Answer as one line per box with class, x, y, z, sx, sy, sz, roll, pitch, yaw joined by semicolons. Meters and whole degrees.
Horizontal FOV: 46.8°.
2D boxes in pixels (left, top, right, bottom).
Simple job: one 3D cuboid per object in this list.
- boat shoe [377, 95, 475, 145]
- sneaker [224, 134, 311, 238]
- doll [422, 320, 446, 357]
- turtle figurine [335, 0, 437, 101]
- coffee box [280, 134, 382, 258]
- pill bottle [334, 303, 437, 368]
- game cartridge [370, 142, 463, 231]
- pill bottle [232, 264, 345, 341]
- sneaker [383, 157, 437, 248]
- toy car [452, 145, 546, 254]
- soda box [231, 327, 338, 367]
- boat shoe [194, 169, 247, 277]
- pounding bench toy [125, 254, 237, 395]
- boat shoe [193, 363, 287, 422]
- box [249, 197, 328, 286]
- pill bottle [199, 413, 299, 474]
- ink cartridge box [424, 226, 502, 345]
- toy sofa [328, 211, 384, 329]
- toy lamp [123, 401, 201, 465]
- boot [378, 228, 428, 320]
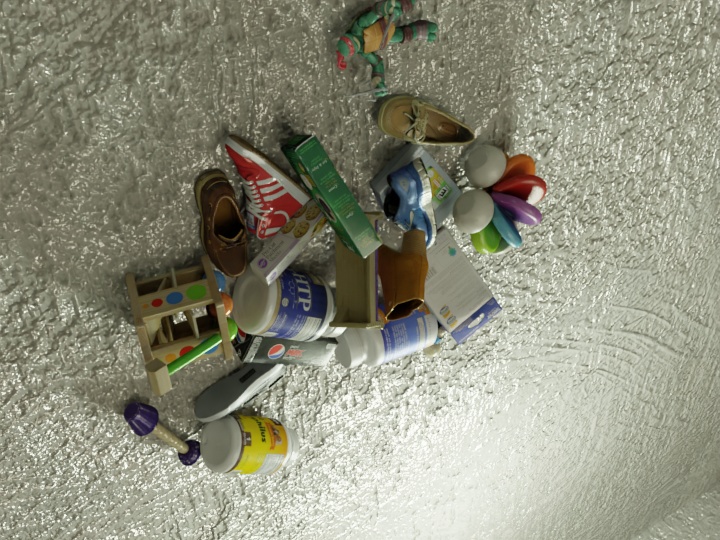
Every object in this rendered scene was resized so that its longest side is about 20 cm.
boat shoe;0.114;-0.251;1.419;0.197;0.062;0.075;-1;110;-40
sneaker;-0.169;-0.124;1.315;0.113;0.071;0.199;-49;140;3
doll;0.165;0.085;1.720;0.047;0.137;0.205;9;111;1
turtle figurine;0.033;-0.355;1.255;0.199;0.100;0.151;-38;156;-28
coffee box;-0.046;-0.120;1.314;0.044;0.123;0.202;-35;106;-8
pill bottle;0.046;0.124;1.656;0.196;0.112;0.114;-17;133;-26
game cartridge;0.106;-0.140;1.539;0.133;0.041;0.199;-44;139;8
pill bottle;-0.117;0.062;1.473;0.197;0.120;0.121;12;117;-43
sneaker;0.084;-0.111;1.478;0.087;0.080;0.202;-15;137;0
toy car;0.275;-0.127;1.562;0.174;0.148;0.204;33;71;-50
soda box;-0.141;0.129;1.546;0.197;0.071;0.064;10;121;-41
boat shoe;-0.217;-0.061;1.333;0.071;0.068;0.203;-24;136;-19
pounding bench toy;-0.269;0.096;1.309;0.152;0.202;0.126;-14;133;-14
boat shoe;-0.221;0.227;1.578;0.199;0.070;0.067;-39;138;-15
box;-0.104;-0.062;1.390;0.200;0.041;0.039;-48;163;-19
pill bottle;-0.212;0.343;1.637;0.198;0.109;0.110;19;113;-51
ink cartridge box;0.175;0.031;1.628;0.119;0.042;0.201;-38;97;-3
toy sofa;0.000;0.000;1.458;0.097;0.081;0.206;-1;90;-60
toy lamp;-0.363;0.299;1.532;0.058;0.058;0.201;-40;139;-1
boot;0.051;0.022;1.494;0.070;0.147;0.200;20;153;-27
